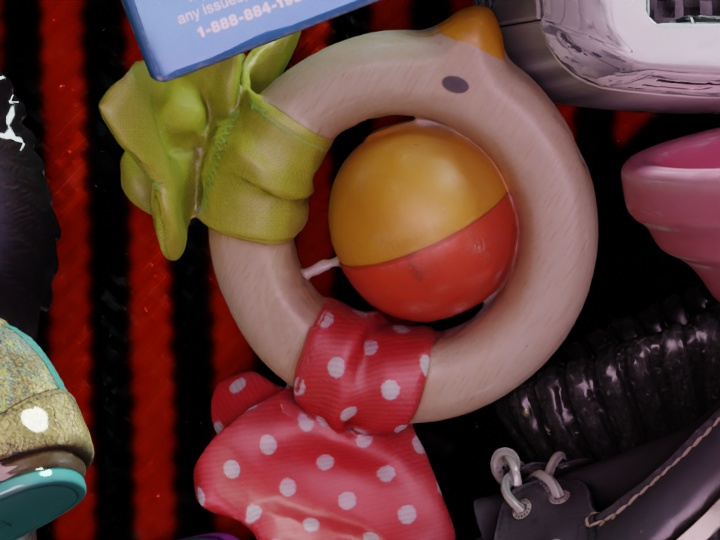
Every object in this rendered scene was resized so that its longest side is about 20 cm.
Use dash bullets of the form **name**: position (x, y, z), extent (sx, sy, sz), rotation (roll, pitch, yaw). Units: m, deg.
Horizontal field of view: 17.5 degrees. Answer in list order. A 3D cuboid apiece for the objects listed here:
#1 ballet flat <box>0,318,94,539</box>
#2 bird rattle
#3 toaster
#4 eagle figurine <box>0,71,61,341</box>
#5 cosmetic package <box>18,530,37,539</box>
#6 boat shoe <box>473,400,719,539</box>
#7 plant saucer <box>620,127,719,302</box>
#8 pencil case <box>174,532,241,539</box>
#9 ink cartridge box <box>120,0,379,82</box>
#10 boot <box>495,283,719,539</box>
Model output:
- **ballet flat**: position (-0.165, 0.074, 0.608), extent (0.199, 0.071, 0.071), rotation (-30, 95, 1)
- **bird rattle**: position (0.000, 0.000, 0.769), extent (0.162, 0.113, 0.201), rotation (-23, 91, 14)
- **toaster**: position (0.132, -0.108, 0.770), extent (0.198, 0.129, 0.115), rotation (1, 95, -3)
- **eagle figurine**: position (-0.182, -0.066, 0.715), extent (0.150, 0.151, 0.201), rotation (10, 127, 16)
- **cosmetic package**: position (-0.166, 0.080, 0.734), extent (0.104, 0.200, 0.072), rotation (-8, 94, -2)
- **boat shoe**: position (0.054, 0.089, 0.738), extent (0.200, 0.073, 0.063), rotation (-41, 84, 12)
- **plant saucer**: position (0.184, -0.025, 0.743), extent (0.199, 0.201, 0.051), rotation (-9, 98, -2)
- **pencil case**: position (-0.053, 0.199, 0.803), extent (0.085, 0.092, 0.202), rotation (-21, 98, -44)
- **ink cartridge box**: position (-0.027, -0.171, 0.649), extent (0.143, 0.085, 0.202), rotation (-21, 97, 0)
- **boot**: position (0.080, 0.112, 0.806), extent (0.210, 0.079, 0.159), rotation (-32, 102, -11)
